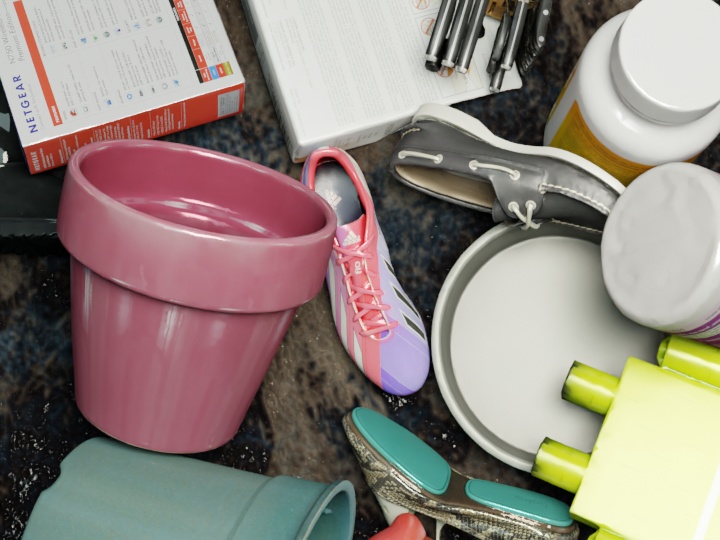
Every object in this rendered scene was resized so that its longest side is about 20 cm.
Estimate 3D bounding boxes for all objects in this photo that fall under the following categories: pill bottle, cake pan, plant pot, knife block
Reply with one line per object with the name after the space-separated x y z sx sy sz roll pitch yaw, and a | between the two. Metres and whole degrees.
0.202 -0.120 0.852 0.109 0.200 0.113 0 78 -2 | pill bottle
0.153 0.056 0.916 0.196 0.037 0.204 -1 82 3 | cake pan
-0.127 0.220 0.843 0.193 0.200 0.204 15 83 14 | plant pot
0.096 -0.250 0.937 0.173 0.064 0.202 -25 82 -12 | knife block
-0.130 0.022 0.861 0.197 0.200 0.182 18 110 6 | plant pot
0.271 0.001 0.839 0.198 0.111 0.114 15 80 -36 | pill bottle

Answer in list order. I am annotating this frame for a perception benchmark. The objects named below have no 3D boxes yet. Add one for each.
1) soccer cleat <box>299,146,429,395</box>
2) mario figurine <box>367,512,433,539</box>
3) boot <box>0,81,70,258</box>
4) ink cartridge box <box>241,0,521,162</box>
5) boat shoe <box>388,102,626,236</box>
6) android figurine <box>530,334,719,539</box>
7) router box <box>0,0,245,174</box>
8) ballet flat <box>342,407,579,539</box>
0.000 0.000 0.915 0.066 0.077 0.203 -19 81 1 | soccer cleat
0.075 0.253 0.847 0.196 0.106 0.125 15 115 1 | mario figurine
-0.269 -0.097 0.955 0.194 0.073 0.166 1 76 2 | boot
0.014 -0.193 0.969 0.197 0.050 0.165 -16 80 -16 | ink cartridge box
0.112 -0.063 0.886 0.198 0.074 0.061 27 69 21 | boat shoe
0.227 0.141 0.840 0.197 0.041 0.184 22 77 19 | android figurine
-0.206 -0.198 0.937 0.177 0.049 0.203 -18 73 -14 | router box
0.065 0.179 0.897 0.197 0.068 0.076 25 109 6 | ballet flat
